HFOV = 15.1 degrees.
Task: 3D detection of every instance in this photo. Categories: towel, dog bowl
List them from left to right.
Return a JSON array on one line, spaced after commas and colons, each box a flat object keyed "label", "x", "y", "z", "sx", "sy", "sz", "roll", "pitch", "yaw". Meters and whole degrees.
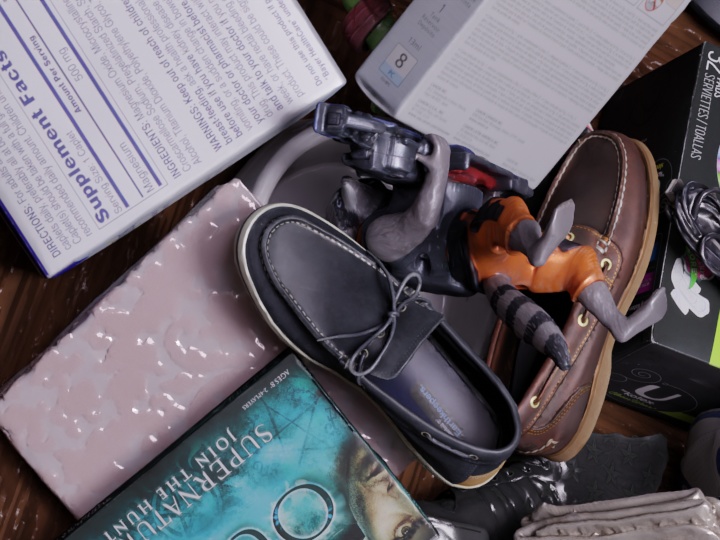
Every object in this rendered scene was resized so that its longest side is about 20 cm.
[{"label": "towel", "x": -0.080, "y": 0.080, "z": 1.521, "sx": 0.200, "sy": 0.032, "sz": 0.191, "roll": -42, "pitch": 99, "yaw": 2}, {"label": "dog bowl", "x": 0.000, "y": 0.000, "z": 1.606, "sx": 0.199, "sy": 0.059, "sz": 0.202, "roll": 6, "pitch": 76, "yaw": -26}, {"label": "towel", "x": 0.179, "y": 0.213, "z": 1.581, "sx": 0.201, "sy": 0.132, "sz": 0.035, "roll": 67, "pitch": 32, "yaw": -26}]

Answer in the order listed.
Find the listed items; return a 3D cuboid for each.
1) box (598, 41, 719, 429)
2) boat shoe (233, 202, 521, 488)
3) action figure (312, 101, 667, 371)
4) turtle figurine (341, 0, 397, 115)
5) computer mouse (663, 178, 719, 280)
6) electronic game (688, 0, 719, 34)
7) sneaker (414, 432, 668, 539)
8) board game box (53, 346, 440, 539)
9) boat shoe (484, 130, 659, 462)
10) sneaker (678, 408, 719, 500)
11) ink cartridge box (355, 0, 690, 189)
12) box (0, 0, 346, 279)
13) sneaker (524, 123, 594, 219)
[{"label": "box", "x": 0.225, "y": -0.013, "z": 1.689, "sx": 0.148, "sy": 0.124, "sz": 0.201, "roll": 19, "pitch": 69, "yaw": -21}, {"label": "boat shoe", "x": 0.014, "y": 0.037, "z": 1.475, "sx": 0.200, "sy": 0.062, "sz": 0.075, "roll": 46, "pitch": 64, "yaw": -7}, {"label": "action figure", "x": 0.046, "y": -0.020, "z": 1.485, "sx": 0.199, "sy": 0.193, "sz": 0.105, "roll": 20, "pitch": 87, "yaw": -48}, {"label": "turtle figurine", "x": -0.031, "y": -0.192, "z": 1.580, "sx": 0.144, "sy": 0.200, "sz": 0.194, "roll": -42, "pitch": 64, "yaw": 11}, {"label": "computer mouse", "x": 0.277, "y": -0.049, "z": 1.628, "sx": 0.200, "sy": 0.053, "sz": 0.139, "roll": -43, "pitch": 102, "yaw": -16}, {"label": "electronic game", "x": 0.278, "y": -0.240, "z": 1.814, "sx": 0.199, "sy": 0.042, "sz": 0.202, "roll": 6, "pitch": 76, "yaw": -24}, {"label": "sneaker", "x": 0.096, "y": 0.130, "z": 1.630, "sx": 0.199, "sy": 0.060, "sz": 0.105, "roll": 14, "pitch": 72, "yaw": -28}, {"label": "board game box", "x": -0.073, "y": 0.157, "z": 1.501, "sx": 0.200, "sy": 0.028, "sz": 0.135, "roll": -39, "pitch": 98, "yaw": 1}, {"label": "boat shoe", "x": 0.120, "y": 0.009, "z": 1.582, "sx": 0.070, "sy": 0.070, "sz": 0.201, "roll": 23, "pitch": 75, "yaw": -40}, {"label": "sneaker", "x": 0.233, "y": 0.140, "z": 1.616, "sx": 0.080, "sy": 0.199, "sz": 0.116, "roll": 27, "pitch": 65, "yaw": -5}, {"label": "ink cartridge box", "x": 0.108, "y": -0.152, "z": 1.547, "sx": 0.200, "sy": 0.047, "sz": 0.160, "roll": -52, "pitch": 145, "yaw": 10}, {"label": "box", "x": -0.140, "y": -0.124, "z": 1.505, "sx": 0.199, "sy": 0.105, "sz": 0.185, "roll": -33, "pitch": 94, "yaw": -6}, {"label": "sneaker", "x": 0.114, "y": -0.095, "z": 1.677, "sx": 0.073, "sy": 0.087, "sz": 0.202, "roll": -14, "pitch": 95, "yaw": 11}]
